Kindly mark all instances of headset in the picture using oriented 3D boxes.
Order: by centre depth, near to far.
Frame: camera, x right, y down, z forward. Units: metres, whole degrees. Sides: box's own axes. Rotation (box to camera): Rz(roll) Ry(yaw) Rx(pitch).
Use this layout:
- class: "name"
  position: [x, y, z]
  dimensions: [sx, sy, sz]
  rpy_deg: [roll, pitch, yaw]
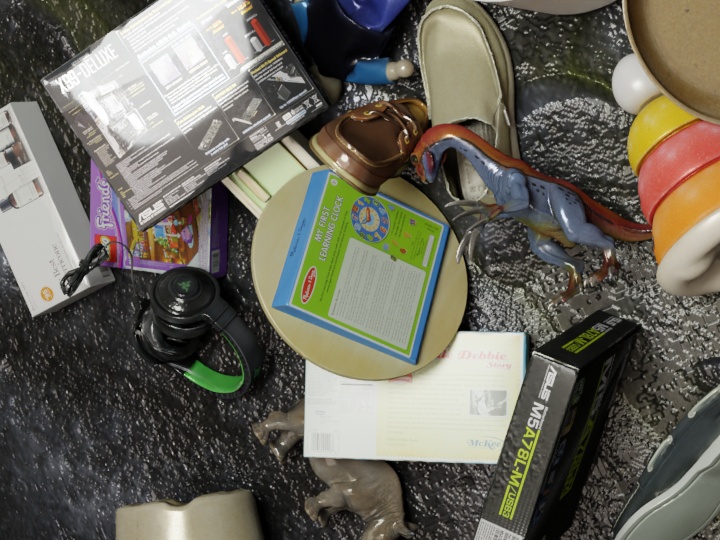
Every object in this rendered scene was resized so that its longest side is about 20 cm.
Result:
- class: "headset"
  position: [-0.185, 0.051, 1.397]
  dimensions: [0.200, 0.094, 0.124]
  rpy_deg: [42, 144, 0]

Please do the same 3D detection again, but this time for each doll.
- class: "doll"
  position: [0.000, -0.219, 1.292]
  dimensions: [0.136, 0.048, 0.200]
  rpy_deg: [44, 126, 12]

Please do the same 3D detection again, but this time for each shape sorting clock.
- class: "shape sorting clock"
  position: [0.000, 0.000, 1.284]
  dimensions: [0.200, 0.200, 0.039]
  rpy_deg: [60, 149, 5]

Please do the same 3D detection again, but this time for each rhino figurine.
- class: "rhino figurine"
  position: [-0.010, 0.202, 1.376]
  dimensions: [0.087, 0.060, 0.200]
  rpy_deg: [-35, 84, 2]

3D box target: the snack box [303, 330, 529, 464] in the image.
- class: "snack box"
  position: [0.050, 0.111, 1.318]
  dimensions: [0.199, 0.037, 0.117]
  rpy_deg: [1, 86, 13]

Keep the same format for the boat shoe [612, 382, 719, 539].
- class: "boat shoe"
  position: [0.276, 0.169, 1.246]
  dimensions: [0.200, 0.075, 0.060]
  rpy_deg: [-50, 39, 32]

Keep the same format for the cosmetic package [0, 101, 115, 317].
- class: "cosmetic package"
  position: [-0.329, -0.062, 1.487]
  dimensions: [0.082, 0.051, 0.201]
  rpy_deg: [-26, 87, 26]

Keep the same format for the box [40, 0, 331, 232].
- class: "box"
  position: [-0.150, -0.152, 1.278]
  dimensions: [0.200, 0.050, 0.158]
  rpy_deg: [-34, 94, 5]

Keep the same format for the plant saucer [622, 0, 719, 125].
- class: "plant saucer"
  position: [0.295, -0.211, 1.151]
  dimensions: [0.199, 0.035, 0.201]
  rpy_deg: [0, 93, -7]

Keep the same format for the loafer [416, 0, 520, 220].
- class: "loafer"
  position: [0.094, -0.140, 1.272]
  dimensions: [0.075, 0.068, 0.201]
  rpy_deg: [-14, 93, 25]

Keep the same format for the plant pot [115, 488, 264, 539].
- class: "plant pot"
  position: [-0.155, 0.306, 1.405]
  dimensions: [0.200, 0.200, 0.184]
  rpy_deg: [-10, 82, 25]

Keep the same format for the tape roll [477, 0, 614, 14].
- class: "tape roll"
  position: [0.140, -0.309, 1.173]
  dimensions: [0.202, 0.139, 0.204]
  rpy_deg: [3, 97, 31]

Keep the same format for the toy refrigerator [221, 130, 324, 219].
- class: "toy refrigerator"
  position: [-0.122, -0.135, 1.337]
  dimensions: [0.076, 0.070, 0.200]
  rpy_deg: [-44, 95, 10]

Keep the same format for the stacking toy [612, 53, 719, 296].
- class: "stacking toy"
  position: [0.264, -0.093, 1.193]
  dimensions: [0.146, 0.146, 0.200]
  rpy_deg: [-39, 63, 24]

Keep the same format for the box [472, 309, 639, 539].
- class: "box"
  position: [0.160, 0.145, 1.220]
  dimensions: [0.047, 0.193, 0.201]
  rpy_deg: [22, 106, 22]

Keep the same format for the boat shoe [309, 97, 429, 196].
- class: "boat shoe"
  position: [0.013, -0.114, 1.242]
  dimensions: [0.072, 0.200, 0.068]
  rpy_deg: [42, 108, 4]

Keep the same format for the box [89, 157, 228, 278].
- class: "box"
  position: [-0.193, -0.098, 1.426]
  dimensions: [0.136, 0.039, 0.201]
  rpy_deg: [7, 102, 22]

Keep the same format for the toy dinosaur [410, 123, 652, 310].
- class: "toy dinosaur"
  position: [0.134, -0.058, 1.231]
  dimensions: [0.182, 0.200, 0.105]
  rpy_deg: [57, 149, 2]
